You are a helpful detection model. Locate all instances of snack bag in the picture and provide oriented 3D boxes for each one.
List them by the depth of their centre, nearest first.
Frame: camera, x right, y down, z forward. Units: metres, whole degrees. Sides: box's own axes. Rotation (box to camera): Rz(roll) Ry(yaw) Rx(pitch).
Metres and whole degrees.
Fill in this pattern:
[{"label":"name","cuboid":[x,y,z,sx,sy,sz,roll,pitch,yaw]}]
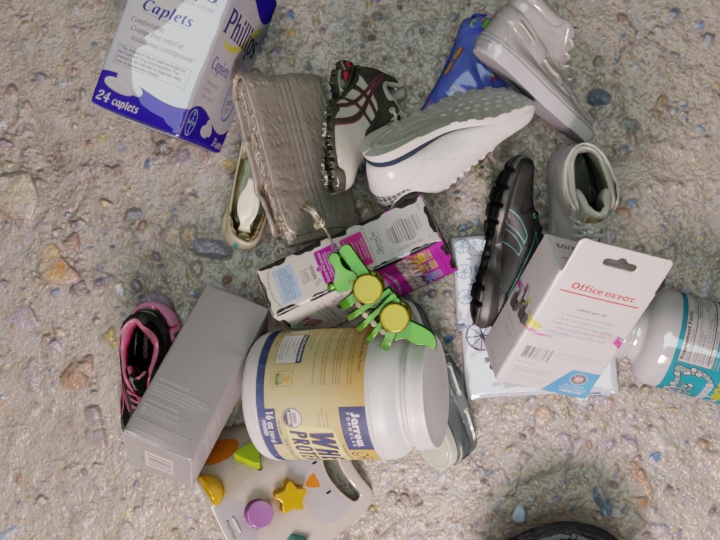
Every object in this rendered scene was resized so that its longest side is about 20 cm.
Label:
[{"label":"snack bag","cuboid":[0.203,0.054,1.184,0.188,0.021,0.200,-3,91,4]}]

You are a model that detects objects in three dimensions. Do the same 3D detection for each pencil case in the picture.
[{"label":"pencil case","cuboid":[0.115,-0.197,1.155,0.087,0.078,0.200,28,92,-21]}]

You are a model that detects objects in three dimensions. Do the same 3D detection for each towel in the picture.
[{"label":"towel","cuboid":[-0.072,-0.128,1.153,0.034,0.132,0.200,-15,88,40]}]

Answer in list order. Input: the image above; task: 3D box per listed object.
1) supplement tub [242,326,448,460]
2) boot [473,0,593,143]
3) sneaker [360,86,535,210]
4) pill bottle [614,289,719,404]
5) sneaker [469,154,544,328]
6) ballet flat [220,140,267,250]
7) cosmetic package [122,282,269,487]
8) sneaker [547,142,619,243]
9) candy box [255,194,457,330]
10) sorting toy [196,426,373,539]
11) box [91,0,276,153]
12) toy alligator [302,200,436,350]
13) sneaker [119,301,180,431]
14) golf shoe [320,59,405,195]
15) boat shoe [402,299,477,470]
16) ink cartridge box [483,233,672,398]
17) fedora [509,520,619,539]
[{"label":"supplement tub","cuboid":[-0.013,0.134,1.104,0.200,0.144,0.145,-4,91,18]},{"label":"boot","cuboid":[0.215,-0.224,1.113,0.200,0.074,0.096,34,93,-38]},{"label":"sneaker","cuboid":[0.097,-0.135,1.092,0.200,0.076,0.081,-22,121,-8]},{"label":"pill bottle","cuboid":[0.377,0.086,1.128,0.200,0.111,0.111,15,92,4]},{"label":"sneaker","cuboid":[0.178,-0.030,1.148,0.079,0.075,0.200,9,98,-4]},{"label":"ballet flat","cuboid":[-0.116,-0.120,1.181,0.069,0.069,0.200,14,92,4]},{"label":"cosmetic package","cuboid":[-0.179,0.127,1.129,0.090,0.107,0.200,21,59,4]},{"label":"sneaker","cuboid":[0.244,-0.042,1.114,0.074,0.116,0.200,-8,91,1]},{"label":"candy box","cuboid":[0.000,0.000,1.133,0.200,0.136,0.061,-25,72,5]},{"label":"sorting toy","cuboid":[-0.085,0.258,1.185,0.180,0.107,0.200,-26,89,-15]},{"label":"box","cuboid":[-0.188,-0.246,1.123,0.105,0.184,0.200,21,93,5]},{"label":"toy alligator","cuboid":[-0.005,0.019,1.032,0.054,0.059,0.200,-43,90,5]},{"label":"sneaker","cuboid":[-0.253,0.139,1.182,0.079,0.095,0.200,-4,92,2]},{"label":"golf shoe","cuboid":[0.002,-0.162,1.120,0.088,0.077,0.200,7,49,1]},{"label":"boat shoe","cuboid":[0.085,0.129,1.185,0.062,0.073,0.200,-11,82,-39]},{"label":"ink cartridge box","cuboid":[0.229,0.036,1.081,0.115,0.068,0.200,13,125,-17]},{"label":"fedora","cuboid":[0.221,0.371,1.154,0.200,0.092,0.201,0,91,4]}]
